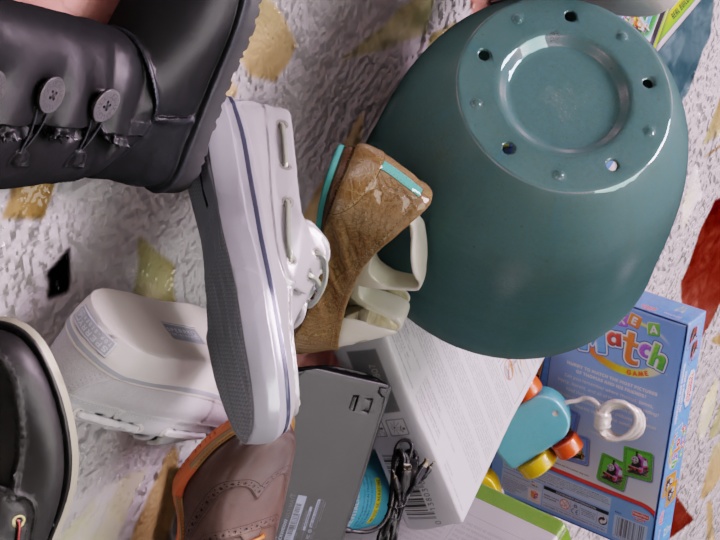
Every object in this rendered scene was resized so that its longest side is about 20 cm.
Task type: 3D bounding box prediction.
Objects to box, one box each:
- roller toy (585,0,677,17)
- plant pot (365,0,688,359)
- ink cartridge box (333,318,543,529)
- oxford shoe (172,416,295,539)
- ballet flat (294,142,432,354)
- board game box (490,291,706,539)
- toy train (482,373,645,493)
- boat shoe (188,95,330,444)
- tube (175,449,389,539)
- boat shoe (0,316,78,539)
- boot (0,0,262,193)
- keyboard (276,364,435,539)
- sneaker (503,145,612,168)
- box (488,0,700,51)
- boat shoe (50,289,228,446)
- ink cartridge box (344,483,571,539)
[{"bbox_3d":[0.120,-0.229,1.011,0.182,0.200,0.140,10,100,-77],"label":"roller toy"},{"bbox_3d":[0.104,-0.068,1.015,0.201,0.200,0.161,-54,173,-23],"label":"plant pot"},{"bbox_3d":[0.058,0.054,1.187,0.163,0.057,0.200,68,29,-25],"label":"ink cartridge box"},{"bbox_3d":[-0.067,0.155,0.973,0.071,0.073,0.200,-11,140,-30],"label":"oxford shoe"},{"bbox_3d":[0.000,0.000,0.995,0.200,0.072,0.068,111,-1,-53],"label":"ballet flat"},{"bbox_3d":[0.178,0.103,1.315,0.037,0.151,0.200,-27,129,-48],"label":"board game box"},{"bbox_3d":[0.141,0.170,1.317,0.056,0.150,0.200,-66,171,-71],"label":"toy train"},{"bbox_3d":[-0.046,-0.008,0.898,0.067,0.200,0.074,-3,157,-20],"label":"boat shoe"},{"bbox_3d":[-0.049,0.150,1.110,0.200,0.050,0.078,-2,101,-50],"label":"tube"},{"bbox_3d":[-0.190,0.121,0.849,0.063,0.074,0.202,-25,132,-58],"label":"boat shoe"},{"bbox_3d":[-0.141,-0.117,0.810,0.200,0.066,0.165,1,105,-52],"label":"boot"},{"bbox_3d":[-0.024,0.161,1.085,0.127,0.021,0.200,15,97,-29],"label":"keyboard"},{"bbox_3d":[0.109,-0.064,1.196,0.200,0.066,0.079,-6,105,-50],"label":"sneaker"},{"bbox_3d":[0.181,-0.204,1.221,0.200,0.035,0.110,-48,117,-30],"label":"box"},{"bbox_3d":[-0.105,0.065,0.948,0.069,0.072,0.200,-45,159,12],"label":"boat shoe"},{"bbox_3d":[0.037,0.241,1.187,0.200,0.148,0.076,-53,145,-23],"label":"ink cartridge box"}]
